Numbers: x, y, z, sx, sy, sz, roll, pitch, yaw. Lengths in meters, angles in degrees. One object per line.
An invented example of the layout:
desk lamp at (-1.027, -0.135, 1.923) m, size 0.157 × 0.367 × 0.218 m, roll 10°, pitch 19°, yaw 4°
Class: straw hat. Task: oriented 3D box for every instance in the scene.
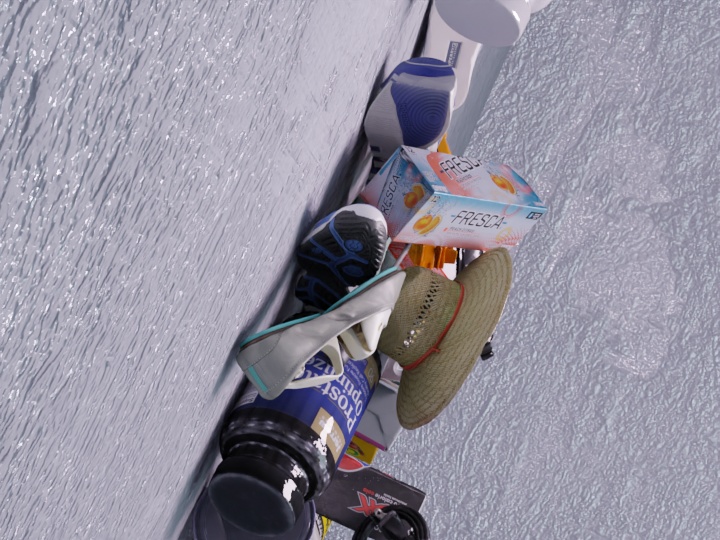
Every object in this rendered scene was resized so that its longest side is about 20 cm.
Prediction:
straw hat at (0.055, 0.045, 1.536) m, size 0.201 × 0.085 × 0.201 m, roll -53°, pitch -162°, yaw 26°

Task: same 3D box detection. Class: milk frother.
milk frother at (-0.041, 0.264, 1.571) m, size 0.200 × 0.180 × 0.188 m, roll -52°, pitch 157°, yaw -23°

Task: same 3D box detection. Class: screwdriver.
screwdriver at (0.021, 0.017, 1.503) m, size 0.029 × 0.028 × 0.200 m, roll -10°, pitch -145°, yaw 47°

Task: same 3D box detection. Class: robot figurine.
robot figurine at (0.067, -0.095, 1.719) m, size 0.200 × 0.058 × 0.146 m, roll -101°, pitch -164°, yaw -55°

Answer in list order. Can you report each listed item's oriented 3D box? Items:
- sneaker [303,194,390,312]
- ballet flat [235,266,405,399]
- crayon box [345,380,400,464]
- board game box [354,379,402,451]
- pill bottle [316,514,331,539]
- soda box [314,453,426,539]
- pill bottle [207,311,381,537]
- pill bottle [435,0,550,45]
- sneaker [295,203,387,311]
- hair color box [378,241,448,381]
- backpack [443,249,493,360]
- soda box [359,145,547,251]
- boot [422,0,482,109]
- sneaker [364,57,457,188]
sneaker at (0.000, 0.000, 1.685) m, size 0.118 × 0.073 × 0.201 m, roll -56°, pitch 168°, yaw -31°
ballet flat at (-0.023, 0.058, 1.373) m, size 0.200 × 0.064 × 0.067 m, roll -26°, pitch 172°, yaw -42°
crayon box at (-0.025, 0.174, 1.990) m, size 0.200 × 0.126 × 0.051 m, roll 104°, pitch 12°, yaw -63°
board game box at (-0.015, 0.129, 1.711) m, size 0.064 × 0.147 × 0.200 m, roll -60°, pitch 175°, yaw 0°
pill bottle at (-0.092, 0.286, 1.860) m, size 0.200 × 0.112 × 0.113 m, roll -58°, pitch 171°, yaw -63°
soda box at (-0.031, 0.228, 1.709) m, size 0.063 × 0.199 × 0.071 m, roll 71°, pitch 44°, yaw -84°
pill bottle at (-0.063, 0.142, 1.472) m, size 0.112 × 0.111 × 0.200 m, roll 109°, pitch 6°, yaw -48°
pill bottle at (0.146, -0.313, 1.483) m, size 0.113 × 0.112 × 0.201 m, roll 102°, pitch 12°, yaw -69°
sneaker at (-0.017, -0.026, 1.465) m, size 0.200 × 0.075 × 0.077 m, roll 128°, pitch -18°, yaw -68°
hair color box at (0.035, 0.026, 1.735) m, size 0.200 × 0.064 × 0.111 m, roll -121°, pitch -133°, yaw -58°
backpack at (0.077, 0.000, 1.977) m, size 0.154 × 0.199 × 0.192 m, roll 30°, pitch -75°, yaw 64°
soda box at (0.092, -0.066, 1.538) m, size 0.200 × 0.064 × 0.068 m, roll 4°, pitch 134°, yaw -52°
boot at (0.102, -0.269, 1.678) m, size 0.091 × 0.072 × 0.201 m, roll -85°, pitch -169°, yaw -46°
sneaker at (0.048, -0.154, 1.564) m, size 0.200 × 0.080 × 0.116 m, roll 101°, pitch 1°, yaw -55°
